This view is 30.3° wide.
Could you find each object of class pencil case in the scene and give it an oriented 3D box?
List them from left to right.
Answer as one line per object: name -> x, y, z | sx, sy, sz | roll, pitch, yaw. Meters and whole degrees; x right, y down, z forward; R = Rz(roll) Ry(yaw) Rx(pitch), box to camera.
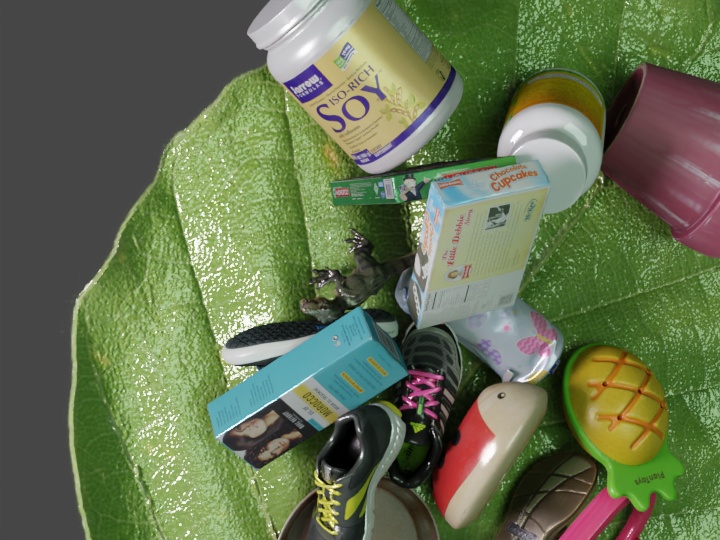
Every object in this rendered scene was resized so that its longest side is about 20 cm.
pencil case -> 0.133, 0.052, 1.494 | 0.200, 0.083, 0.091 | 37, 91, -19

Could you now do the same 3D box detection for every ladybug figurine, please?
ladybug figurine -> 0.136, 0.202, 1.487 | 0.072, 0.136, 0.201 | 33, 113, 11

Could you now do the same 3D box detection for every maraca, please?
maraca -> 0.303, 0.177, 1.539 | 0.136, 0.107, 0.201 | -13, 71, -28

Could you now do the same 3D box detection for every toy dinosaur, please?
toy dinosaur -> 0.000, 0.000, 1.435 | 0.199, 0.088, 0.048 | -33, 130, -30

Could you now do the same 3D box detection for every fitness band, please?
fitness band -> 0.279, 0.329, 1.565 | 0.200, 0.037, 0.144 | -48, 139, -11

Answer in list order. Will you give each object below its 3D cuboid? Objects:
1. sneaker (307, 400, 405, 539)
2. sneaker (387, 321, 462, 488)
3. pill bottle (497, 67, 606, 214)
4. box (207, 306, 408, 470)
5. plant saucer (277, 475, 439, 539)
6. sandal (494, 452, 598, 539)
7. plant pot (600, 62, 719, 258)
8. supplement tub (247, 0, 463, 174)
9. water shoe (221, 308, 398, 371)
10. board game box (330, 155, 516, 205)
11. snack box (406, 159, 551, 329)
sneaker -> -0.024, 0.229, 1.405 | 0.084, 0.074, 0.201 | 13, 97, -54
sneaker -> 0.066, 0.151, 1.451 | 0.073, 0.088, 0.201 | 12, 109, 4
pill bottle -> 0.205, -0.137, 1.427 | 0.110, 0.200, 0.112 | 5, 116, 10
box -> -0.056, 0.125, 1.396 | 0.199, 0.049, 0.082 | -34, 134, 11
plant saucer -> -0.007, 0.323, 1.497 | 0.199, 0.034, 0.202 | -2, 97, -19
sandal -> 0.209, 0.300, 1.556 | 0.201, 0.080, 0.054 | -59, 143, -2
plant pot -> 0.370, -0.139, 1.513 | 0.178, 0.200, 0.201 | 25, 87, -5
supplement tub -> -0.005, -0.216, 1.383 | 0.200, 0.145, 0.146 | 44, 80, -18
water shoe -> -0.050, 0.096, 1.439 | 0.198, 0.071, 0.080 | -9, 106, -16
board game box -> 0.062, -0.093, 1.390 | 0.134, 0.200, 0.029 | -12, 96, -19
snack box -> 0.116, -0.023, 1.349 | 0.115, 0.201, 0.037 | -13, 55, -17
